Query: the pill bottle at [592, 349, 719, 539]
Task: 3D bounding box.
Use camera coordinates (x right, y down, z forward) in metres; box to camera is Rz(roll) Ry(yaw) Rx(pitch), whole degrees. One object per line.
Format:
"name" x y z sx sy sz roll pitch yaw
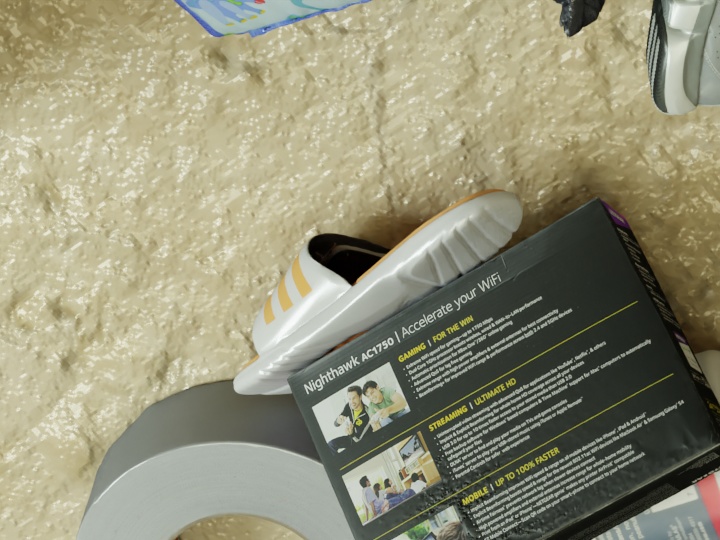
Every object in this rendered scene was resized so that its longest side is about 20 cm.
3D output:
"pill bottle" 0.123 0.129 1.380 0.199 0.120 0.120 -19 117 17

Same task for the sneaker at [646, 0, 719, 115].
"sneaker" 0.207 -0.165 1.233 0.114 0.075 0.201 3 131 -1

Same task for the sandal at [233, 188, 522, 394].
"sandal" 0.006 0.000 1.347 0.079 0.060 0.206 3 146 -48

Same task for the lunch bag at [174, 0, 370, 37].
"lunch bag" -0.053 -0.209 1.164 0.169 0.127 0.201 -7 117 48

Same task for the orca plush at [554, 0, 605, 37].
"orca plush" 0.058 -0.212 1.235 0.200 0.071 0.105 47 70 -28

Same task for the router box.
"router box" 0.078 0.076 1.314 0.199 0.150 0.051 -30 158 13

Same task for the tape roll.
"tape roll" -0.063 0.164 1.452 0.198 0.066 0.202 3 120 5
